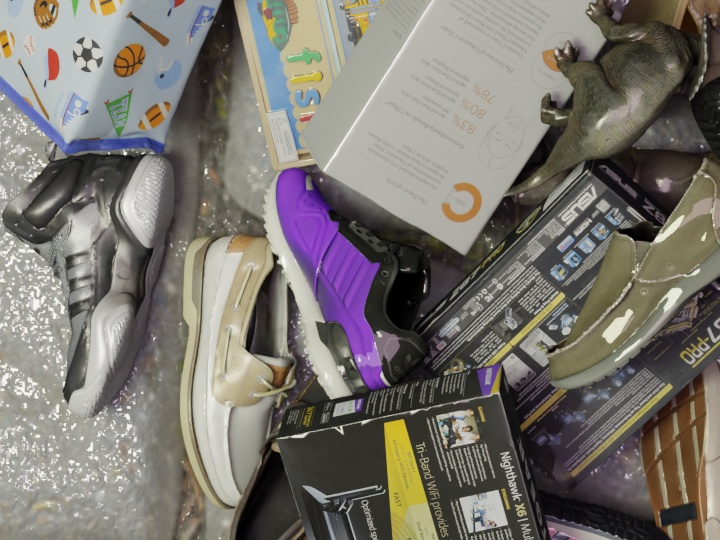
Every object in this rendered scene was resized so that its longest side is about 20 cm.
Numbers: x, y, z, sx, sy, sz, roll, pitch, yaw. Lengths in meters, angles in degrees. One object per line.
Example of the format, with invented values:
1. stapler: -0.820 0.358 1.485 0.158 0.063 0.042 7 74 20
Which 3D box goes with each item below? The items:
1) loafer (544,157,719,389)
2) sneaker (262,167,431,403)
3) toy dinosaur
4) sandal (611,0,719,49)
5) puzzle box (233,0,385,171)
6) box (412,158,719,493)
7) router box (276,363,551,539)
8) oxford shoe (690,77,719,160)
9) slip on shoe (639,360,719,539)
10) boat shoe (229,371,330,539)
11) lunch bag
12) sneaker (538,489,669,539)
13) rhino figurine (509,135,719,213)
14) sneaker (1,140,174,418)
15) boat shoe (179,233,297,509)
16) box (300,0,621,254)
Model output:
1. loafer: 0.190 0.000 1.579 0.070 0.075 0.200 46 109 1
2. sneaker: 0.000 0.000 1.689 0.099 0.070 0.200 -27 57 12
3. toy dinosaur: 0.172 -0.120 1.576 0.200 0.102 0.077 -35 124 -7
4. sandal: 0.236 -0.197 1.683 0.070 0.078 0.212 3 109 -23
5. puzzle box: -0.019 -0.176 1.706 0.133 0.025 0.200 -10 111 8
6. box: 0.154 0.038 1.662 0.161 0.049 0.200 41 116 -6
7. router box: 0.046 0.176 1.628 0.157 0.052 0.200 -12 109 11
8. oxford shoe: 0.311 -0.090 1.654 0.200 0.073 0.085 31 63 -25
9. slip on shoe: 0.249 0.155 1.695 0.076 0.061 0.200 -19 72 51
10. boat shoe: -0.033 0.135 1.691 0.074 0.073 0.200 22 78 12
11. lunch bag: -0.198 -0.202 1.699 0.200 0.124 0.170 39 114 35
12. sneaker: 0.114 0.197 1.690 0.200 0.070 0.082 18 106 13
13. rhino figurine: 0.187 -0.056 1.691 0.200 0.088 0.060 8 131 9
14. sneaker: -0.212 0.002 1.750 0.114 0.075 0.200 14 87 8
15. boat shoe: -0.085 0.073 1.725 0.068 0.075 0.200 -4 90 28
16. box: 0.067 -0.135 1.656 0.124 0.097 0.200 30 101 -20
